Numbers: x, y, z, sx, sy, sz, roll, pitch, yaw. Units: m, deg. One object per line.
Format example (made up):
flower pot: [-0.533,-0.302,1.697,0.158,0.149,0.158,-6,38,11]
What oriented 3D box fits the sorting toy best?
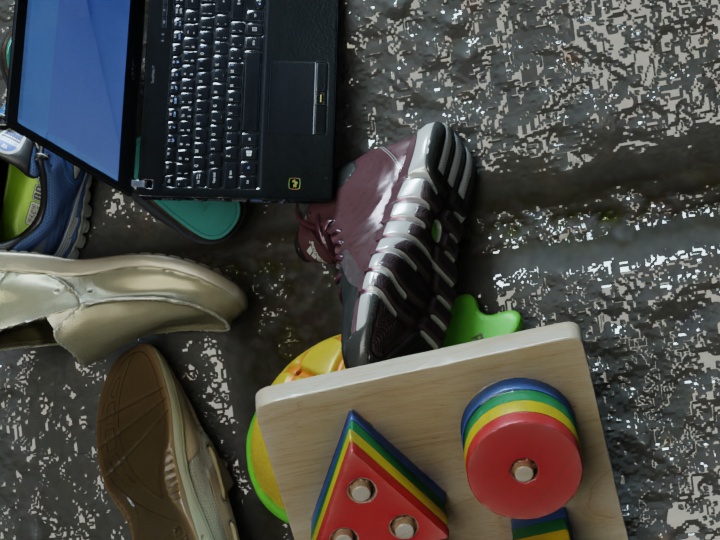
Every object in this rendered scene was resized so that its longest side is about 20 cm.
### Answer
sorting toy: [0.056,0.150,1.551,0.198,0.070,0.200,-12,119,6]

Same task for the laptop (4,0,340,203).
laptop: [-0.113,-0.144,1.629,0.198,0.103,0.179,2,66,0]

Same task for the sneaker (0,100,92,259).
sneaker: [-0.211,-0.095,1.742,0.078,0.089,0.202,14,94,22]

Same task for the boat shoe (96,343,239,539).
boat shoe: [-0.121,0.143,1.713,0.072,0.065,0.201,-36,57,27]

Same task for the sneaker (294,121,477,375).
sneaker: [0.000,0.000,1.630,0.115,0.076,0.201,-12,42,34]

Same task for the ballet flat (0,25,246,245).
ballet flat: [-0.158,-0.091,1.699,0.200,0.073,0.073,41,106,-12]

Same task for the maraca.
maraca: [0.019,0.090,1.631,0.199,0.107,0.138,-26,56,7]

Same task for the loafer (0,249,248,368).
loafer: [-0.172,0.029,1.714,0.198,0.076,0.069,2,72,12]
